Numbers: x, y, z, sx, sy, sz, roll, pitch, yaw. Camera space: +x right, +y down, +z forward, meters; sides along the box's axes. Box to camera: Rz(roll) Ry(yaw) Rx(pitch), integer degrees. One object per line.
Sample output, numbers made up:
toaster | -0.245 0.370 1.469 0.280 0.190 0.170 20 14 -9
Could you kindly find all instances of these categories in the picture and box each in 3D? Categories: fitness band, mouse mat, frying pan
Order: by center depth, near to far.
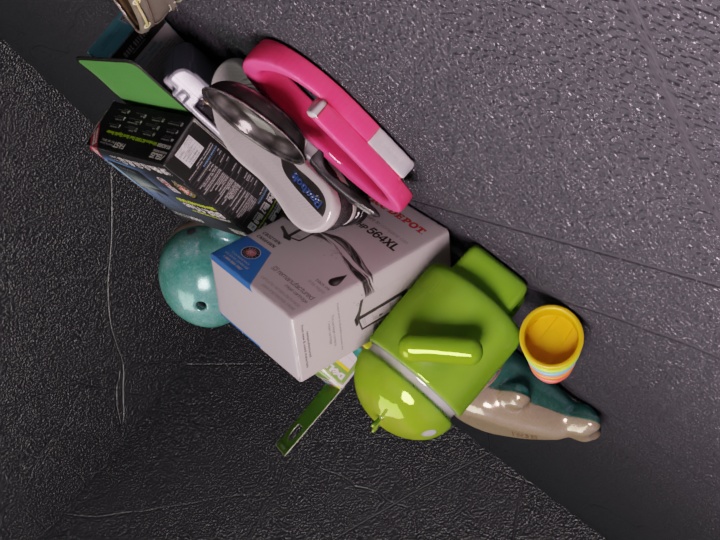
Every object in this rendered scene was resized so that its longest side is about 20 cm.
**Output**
fitness band | -0.025 -0.127 1.156 0.200 0.037 0.143 44 172 -29
frying pan | -0.065 -0.120 1.162 0.189 0.031 0.115 29 170 26
mouse mat | -0.204 -0.164 1.380 0.200 0.008 0.160 39 167 -33

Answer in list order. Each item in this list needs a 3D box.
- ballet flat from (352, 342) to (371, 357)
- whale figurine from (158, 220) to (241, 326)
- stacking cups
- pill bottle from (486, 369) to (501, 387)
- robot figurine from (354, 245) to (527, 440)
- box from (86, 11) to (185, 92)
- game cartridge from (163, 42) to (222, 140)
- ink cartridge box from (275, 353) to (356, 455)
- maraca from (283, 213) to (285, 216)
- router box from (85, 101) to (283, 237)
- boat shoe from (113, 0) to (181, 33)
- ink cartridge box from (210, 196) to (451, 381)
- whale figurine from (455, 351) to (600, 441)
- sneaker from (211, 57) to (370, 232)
ballet flat | -0.002 0.064 1.443 0.199 0.067 0.067 34 168 18
whale figurine | -0.140 0.009 1.511 0.198 0.104 0.160 0 127 11
stacking cups | 0.192 0.084 1.276 0.060 0.061 0.200 37 175 16
pill bottle | 0.103 0.070 1.437 0.112 0.112 0.200 37 174 17
robot figurine | 0.074 0.075 1.238 0.115 0.200 0.176 39 173 10
box | -0.209 -0.207 1.456 0.049 0.082 0.200 32 170 46
game cartridge | -0.124 -0.156 1.361 0.200 0.040 0.133 43 -171 -21
ink cartridge box | -0.059 0.117 1.554 0.076 0.200 0.148 40 173 -5
maraca | -0.131 -0.034 1.654 0.136 0.108 0.200 0 172 6
router box | -0.190 -0.108 1.399 0.150 0.062 0.199 39 168 -35
boat shoe | -0.222 -0.281 1.105 0.072 0.060 0.202 34 172 38
ink cartridge box | -0.027 0.003 1.294 0.146 0.199 0.085 34 143 40
whale figurine | 0.208 0.156 1.617 0.198 0.105 0.159 12 164 16
sneaker | -0.065 -0.121 1.284 0.201 0.073 0.112 57 -154 14
